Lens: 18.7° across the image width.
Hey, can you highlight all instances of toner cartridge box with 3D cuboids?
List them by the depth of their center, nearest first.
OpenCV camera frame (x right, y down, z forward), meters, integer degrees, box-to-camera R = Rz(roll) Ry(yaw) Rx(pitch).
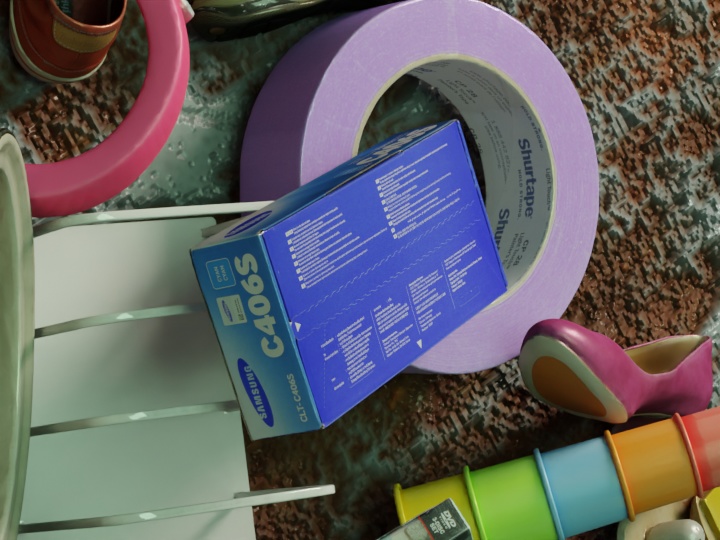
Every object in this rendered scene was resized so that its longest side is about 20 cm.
[{"bbox_3d":[0.000,0.000,1.052,0.200,0.043,0.096,-32,106,-56],"label":"toner cartridge box"}]

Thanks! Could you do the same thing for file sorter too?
[{"bbox_3d":[-0.096,0.069,1.064,0.138,0.124,0.202,-5,85,-33],"label":"file sorter"}]

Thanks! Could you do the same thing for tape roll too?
[{"bbox_3d":[0.034,-0.045,1.186,0.199,0.065,0.202,1,88,-35],"label":"tape roll"}]

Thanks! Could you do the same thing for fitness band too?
[{"bbox_3d":[-0.165,-0.117,1.035,0.143,0.037,0.200,-41,71,-6],"label":"fitness band"}]

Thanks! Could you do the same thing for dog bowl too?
[{"bbox_3d":[-0.186,0.040,0.925,0.073,0.200,0.202,2,80,-1],"label":"dog bowl"}]

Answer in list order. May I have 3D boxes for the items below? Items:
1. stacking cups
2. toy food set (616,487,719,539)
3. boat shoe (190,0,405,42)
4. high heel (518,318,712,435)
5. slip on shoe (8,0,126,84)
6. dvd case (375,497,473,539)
[{"bbox_3d":[0.120,0.120,1.169,0.198,0.061,0.061,-14,90,2],"label":"stacking cups"},{"bbox_3d":[0.231,0.189,1.256,0.143,0.060,0.201,-33,98,-55],"label":"toy food set"},{"bbox_3d":[-0.009,-0.180,1.187,0.199,0.075,0.074,-17,88,-34],"label":"boat shoe"},{"bbox_3d":[0.150,0.045,1.218,0.200,0.067,0.097,42,68,-50],"label":"high heel"},{"bbox_3d":[-0.144,-0.197,1.110,0.074,0.061,0.202,7,74,-29],"label":"slip on shoe"},{"bbox_3d":[-0.032,0.182,1.037,0.199,0.146,0.022,-32,71,-6],"label":"dvd case"}]
